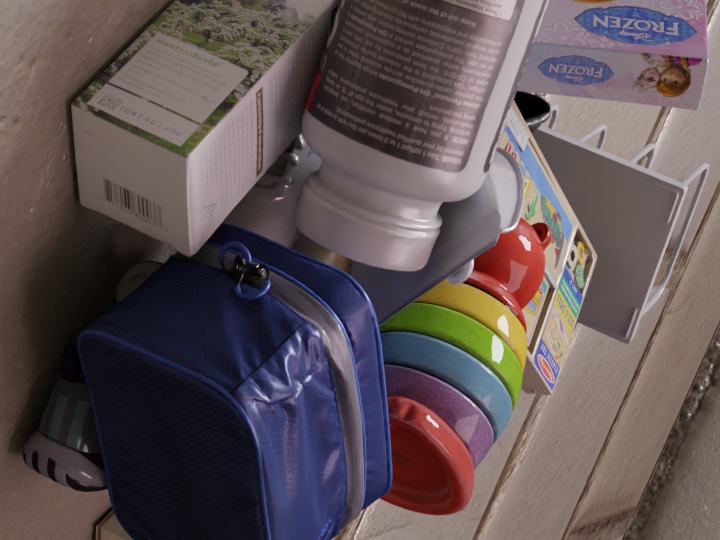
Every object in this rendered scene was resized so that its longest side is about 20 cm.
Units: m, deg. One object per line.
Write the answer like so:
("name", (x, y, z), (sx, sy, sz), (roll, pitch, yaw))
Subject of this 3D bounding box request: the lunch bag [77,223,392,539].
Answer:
("lunch bag", (-0.063, 0.070, 1.135), (0.132, 0.135, 0.201), (-42, 142, -37))

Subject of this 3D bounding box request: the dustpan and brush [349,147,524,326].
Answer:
("dustpan and brush", (0.051, -0.053, 1.232), (0.139, 0.057, 0.201), (-36, -139, 35))

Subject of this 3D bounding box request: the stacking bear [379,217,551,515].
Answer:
("stacking bear", (0.058, 0.045, 1.294), (0.114, 0.121, 0.201), (46, 56, -31))

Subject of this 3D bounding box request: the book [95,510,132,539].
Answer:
("book", (-0.120, 0.180, 1.428), (0.200, 0.048, 0.134), (-48, 156, -48))

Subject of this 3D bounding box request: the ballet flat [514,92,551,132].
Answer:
("ballet flat", (0.079, -0.143, 1.481), (0.057, 0.067, 0.200), (-25, 158, 21))

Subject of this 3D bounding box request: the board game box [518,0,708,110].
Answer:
("board game box", (0.114, -0.187, 1.251), (0.200, 0.198, 0.041), (-83, 178, -45))

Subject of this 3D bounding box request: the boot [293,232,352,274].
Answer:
("boot", (-0.003, -0.024, 1.291), (0.075, 0.096, 0.201), (49, 43, -63))

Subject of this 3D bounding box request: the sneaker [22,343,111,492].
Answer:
("sneaker", (-0.126, 0.076, 1.235), (0.200, 0.074, 0.088), (-12, 120, -66))

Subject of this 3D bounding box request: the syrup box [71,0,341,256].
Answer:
("syrup box", (-0.072, -0.110, 1.133), (0.200, 0.078, 0.082), (-51, 156, -36))

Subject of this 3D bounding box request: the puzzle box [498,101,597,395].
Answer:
("puzzle box", (0.116, -0.017, 1.484), (0.200, 0.025, 0.134), (55, 48, -44))

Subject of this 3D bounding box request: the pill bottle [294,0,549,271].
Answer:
("pill bottle", (0.032, -0.106, 1.121), (0.111, 0.110, 0.201), (-17, 129, -65))

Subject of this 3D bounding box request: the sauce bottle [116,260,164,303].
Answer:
("sauce bottle", (-0.095, 0.025, 1.264), (0.065, 0.064, 0.200), (-66, 160, 4))

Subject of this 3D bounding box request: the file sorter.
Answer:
("file sorter", (0.169, -0.056, 1.664), (0.124, 0.199, 0.140), (-35, 145, -63))

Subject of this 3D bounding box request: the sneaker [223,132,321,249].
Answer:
("sneaker", (-0.050, -0.083, 1.224), (0.080, 0.070, 0.201), (104, 9, -63))
